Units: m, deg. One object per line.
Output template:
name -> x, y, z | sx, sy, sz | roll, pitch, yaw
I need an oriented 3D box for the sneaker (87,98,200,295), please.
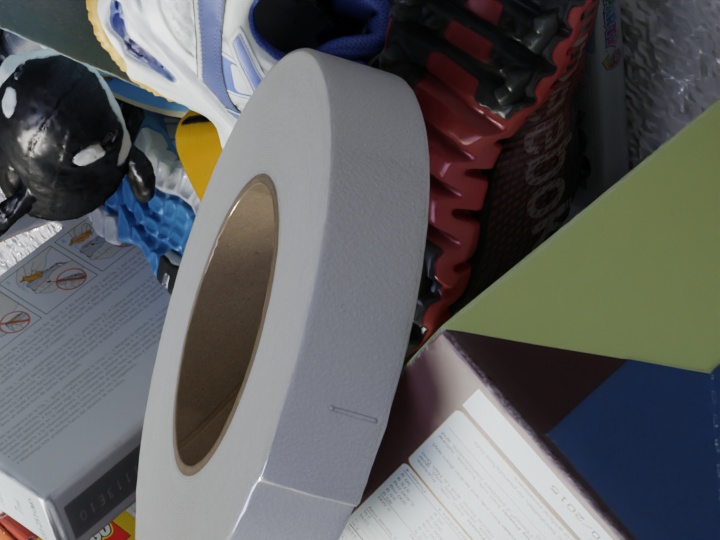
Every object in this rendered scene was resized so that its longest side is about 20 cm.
sneaker -> -0.071, -0.034, 1.107 | 0.200, 0.086, 0.075 | 46, 124, 53

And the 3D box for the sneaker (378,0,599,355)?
sneaker -> 0.049, -0.060, 0.860 | 0.071, 0.098, 0.201 | 39, 126, 25

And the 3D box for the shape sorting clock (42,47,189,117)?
shape sorting clock -> -0.104, -0.153, 1.015 | 0.199, 0.039, 0.201 | 23, 137, 23

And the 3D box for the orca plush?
orca plush -> -0.163, -0.049, 1.060 | 0.105, 0.071, 0.200 | 47, 163, -20

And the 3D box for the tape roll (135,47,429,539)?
tape roll -> -0.031, 0.023, 0.799 | 0.037, 0.204, 0.203 | 16, 157, -16

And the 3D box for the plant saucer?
plant saucer -> -0.149, -0.126, 0.951 | 0.200, 0.039, 0.201 | 25, -176, -2

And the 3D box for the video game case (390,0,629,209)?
video game case -> 0.042, -0.125, 0.887 | 0.143, 0.018, 0.201 | 30, 145, 35

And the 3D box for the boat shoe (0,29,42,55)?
boat shoe -> -0.177, -0.100, 1.158 | 0.071, 0.091, 0.200 | 50, 151, 2

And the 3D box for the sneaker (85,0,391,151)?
sneaker -> -0.015, -0.072, 0.885 | 0.088, 0.076, 0.200 | -8, 153, 36

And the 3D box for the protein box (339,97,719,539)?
protein box -> 0.095, 0.060, 0.817 | 0.135, 0.198, 0.200 | 49, 146, 6

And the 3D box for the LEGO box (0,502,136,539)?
LEGO box -> -0.052, 0.122, 1.116 | 0.149, 0.200, 0.077 | 32, 146, 32

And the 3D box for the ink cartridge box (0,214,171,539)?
ink cartridge box -> -0.129, 0.029, 1.123 | 0.173, 0.200, 0.044 | 27, 144, 38

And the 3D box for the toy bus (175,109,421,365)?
toy bus -> 0.000, 0.000, 1.009 | 0.065, 0.078, 0.200 | -3, 129, 50
